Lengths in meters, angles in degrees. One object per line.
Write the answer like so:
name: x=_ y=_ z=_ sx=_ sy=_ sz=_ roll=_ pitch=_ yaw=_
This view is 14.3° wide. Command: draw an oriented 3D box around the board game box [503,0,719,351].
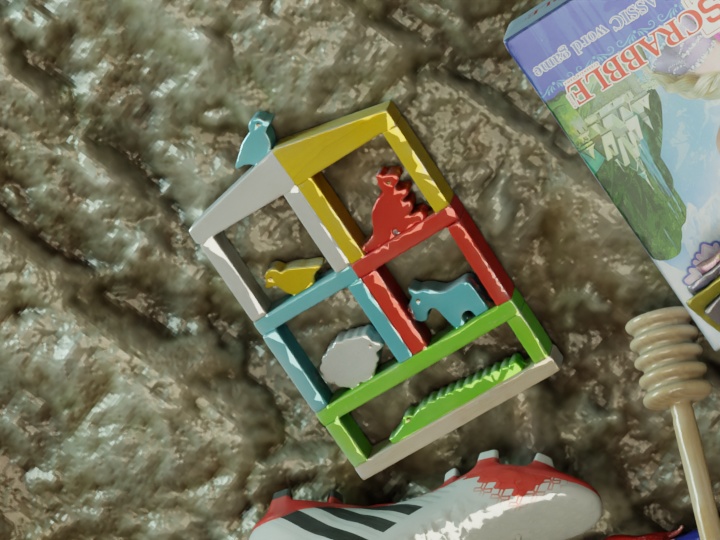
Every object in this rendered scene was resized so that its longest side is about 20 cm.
board game box: x=0.208 y=-0.092 z=1.449 sx=0.200 sy=0.041 sz=0.200 roll=-33 pitch=102 yaw=19

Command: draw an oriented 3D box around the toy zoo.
toy zoo: x=0.000 y=0.000 z=1.531 sx=0.131 sy=0.020 sz=0.200 roll=-30 pitch=103 yaw=18

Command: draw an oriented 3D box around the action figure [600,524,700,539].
action figure: x=0.168 y=0.164 z=1.548 sx=0.199 sy=0.052 sz=0.066 roll=-19 pitch=109 yaw=18

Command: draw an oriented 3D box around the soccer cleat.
soccer cleat: x=0.033 y=0.152 z=1.538 sx=0.199 sy=0.085 sz=0.069 roll=-8 pitch=139 yaw=16

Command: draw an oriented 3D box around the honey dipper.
honey dipper: x=0.176 y=0.119 z=1.482 sx=0.038 sy=0.038 sz=0.201 roll=-16 pitch=75 yaw=15

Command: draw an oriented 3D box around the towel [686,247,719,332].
towel: x=0.278 y=-0.004 z=1.440 sx=0.200 sy=0.023 sz=0.144 roll=-35 pitch=123 yaw=21
